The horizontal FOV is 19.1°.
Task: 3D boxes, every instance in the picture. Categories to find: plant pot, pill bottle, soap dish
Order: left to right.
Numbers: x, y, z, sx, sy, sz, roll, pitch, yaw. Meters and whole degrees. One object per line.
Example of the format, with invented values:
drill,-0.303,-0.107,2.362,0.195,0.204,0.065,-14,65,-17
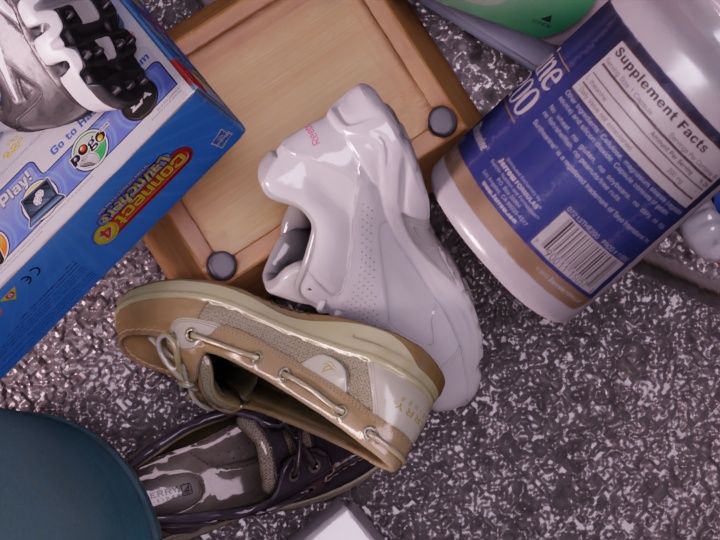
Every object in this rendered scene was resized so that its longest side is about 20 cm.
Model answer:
plant pot,-0.228,0.153,1.077,0.199,0.188,0.202,-6,73,22
soap dish,-0.045,-0.083,1.191,0.199,0.081,0.158,-33,88,-3
pill bottle,0.141,-0.076,1.102,0.200,0.111,0.111,-42,89,14

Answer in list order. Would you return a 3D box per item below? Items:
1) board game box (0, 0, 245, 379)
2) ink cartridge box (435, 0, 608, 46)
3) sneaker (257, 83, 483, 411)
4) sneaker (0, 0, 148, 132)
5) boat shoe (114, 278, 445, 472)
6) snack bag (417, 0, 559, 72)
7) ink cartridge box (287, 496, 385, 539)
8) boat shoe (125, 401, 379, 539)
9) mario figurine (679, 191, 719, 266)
board game box,-0.190,-0.075,1.133,0.200,0.056,0.196,-44,57,7
ink cartridge box,0.139,-0.183,1.100,0.160,0.200,0.050,17,62,-25
sneaker,0.000,0.000,1.139,0.099,0.078,0.201,-24,120,-1
sneaker,-0.186,-0.155,1.057,0.090,0.066,0.201,-25,92,29
boat shoe,-0.054,0.056,1.133,0.199,0.073,0.063,13,63,26
snack bag,0.108,-0.209,1.200,0.188,0.021,0.201,28,83,-25
ink cartridge box,-0.038,0.241,1.166,0.200,0.084,0.146,-40,89,-4
boat shoe,-0.053,0.101,1.185,0.199,0.065,0.072,-20,86,-4
mario figurine,0.234,-0.046,1.189,0.199,0.106,0.124,29,85,2
